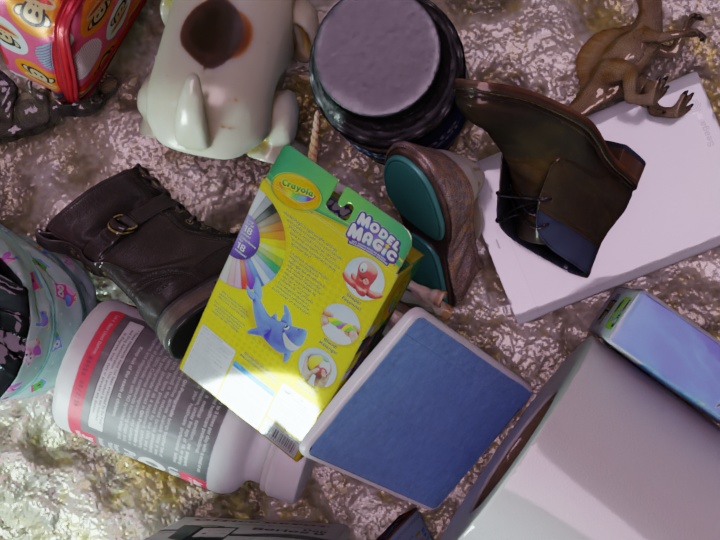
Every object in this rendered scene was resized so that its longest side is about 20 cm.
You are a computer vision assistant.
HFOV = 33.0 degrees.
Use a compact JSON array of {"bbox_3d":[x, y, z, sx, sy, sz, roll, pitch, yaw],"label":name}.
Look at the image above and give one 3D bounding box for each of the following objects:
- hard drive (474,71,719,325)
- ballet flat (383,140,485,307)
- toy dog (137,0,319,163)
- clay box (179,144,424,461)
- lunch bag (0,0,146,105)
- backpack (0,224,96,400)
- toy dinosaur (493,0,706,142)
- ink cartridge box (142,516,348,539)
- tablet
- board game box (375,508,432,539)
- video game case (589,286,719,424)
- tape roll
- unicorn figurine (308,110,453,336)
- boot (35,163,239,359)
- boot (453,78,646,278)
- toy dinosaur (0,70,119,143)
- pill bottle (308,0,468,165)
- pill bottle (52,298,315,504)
[{"bbox_3d":[0.192,-0.055,0.953,0.199,0.026,0.133,-22,87,7],"label":"hard drive"},{"bbox_3d":[0.061,-0.046,0.896,0.068,0.200,0.067,39,71,24],"label":"ballet flat"},{"bbox_3d":[-0.103,-0.190,0.912,0.139,0.194,0.201,14,100,16],"label":"toy dog"},{"bbox_3d":[-0.039,0.020,0.836,0.115,0.048,0.201,36,119,14],"label":"clay box"},{"bbox_3d":[-0.202,-0.232,0.927,0.082,0.176,0.201,26,71,-1],"label":"lunch bag"},{"bbox_3d":[-0.311,0.022,0.958,0.199,0.126,0.168,21,105,21],"label":"backpack"},{"bbox_3d":[0.200,-0.148,0.931,0.101,0.058,0.200,31,81,41],"label":"toy dinosaur"},{"bbox_3d":[-0.092,0.239,0.901,0.145,0.200,0.085,2,87,7],"label":"ink cartridge box"},{"bbox_3d":[0.047,0.108,0.896,0.130,0.200,0.014,-51,51,4],"label":"tablet"},{"bbox_3d":[0.029,0.251,0.886,0.019,0.200,0.103,-29,86,19],"label":"board game box"},{"bbox_3d":[0.261,0.086,0.866,0.200,0.181,0.046,35,95,6],"label":"video game case"},{"bbox_3d":[0.163,0.168,0.869,0.139,0.203,0.203,35,94,6],"label":"tape roll"},{"bbox_3d":[0.000,0.000,0.895,0.137,0.200,0.074,32,62,15],"label":"unicorn figurine"},{"bbox_3d":[-0.132,-0.032,0.961,0.199,0.069,0.174,-29,56,-31],"label":"boot"},{"bbox_3d":[0.127,-0.063,0.859,0.075,0.199,0.097,18,87,49],"label":"boot"},{"bbox_3d":[-0.303,-0.139,1.006,0.199,0.047,0.089,-23,94,10],"label":"toy dinosaur"},{"bbox_3d":[0.023,-0.140,0.886,0.111,0.200,0.113,0,89,8],"label":"pill bottle"},{"bbox_3d":[-0.128,0.106,0.949,0.199,0.111,0.111,21,92,7],"label":"pill bottle"}]
